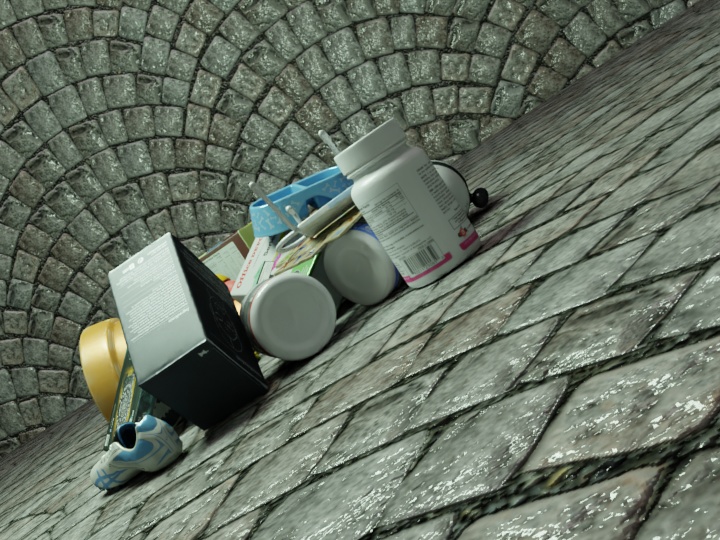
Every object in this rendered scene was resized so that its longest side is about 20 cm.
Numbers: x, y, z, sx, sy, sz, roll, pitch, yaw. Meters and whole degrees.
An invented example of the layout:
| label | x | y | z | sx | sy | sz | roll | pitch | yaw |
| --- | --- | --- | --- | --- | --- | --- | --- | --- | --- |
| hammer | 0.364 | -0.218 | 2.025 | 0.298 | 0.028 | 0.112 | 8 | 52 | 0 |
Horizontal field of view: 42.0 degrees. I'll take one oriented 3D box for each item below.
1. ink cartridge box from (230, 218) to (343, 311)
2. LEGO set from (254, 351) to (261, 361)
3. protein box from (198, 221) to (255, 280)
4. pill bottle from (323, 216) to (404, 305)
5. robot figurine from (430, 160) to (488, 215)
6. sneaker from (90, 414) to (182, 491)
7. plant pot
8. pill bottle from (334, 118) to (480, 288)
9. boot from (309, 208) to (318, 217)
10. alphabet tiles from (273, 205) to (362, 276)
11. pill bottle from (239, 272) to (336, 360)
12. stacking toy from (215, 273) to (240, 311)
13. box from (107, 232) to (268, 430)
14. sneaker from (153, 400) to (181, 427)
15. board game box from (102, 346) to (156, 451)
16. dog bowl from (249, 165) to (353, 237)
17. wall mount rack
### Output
| label | x | y | z | sx | sy | sz | roll | pitch | yaw |
| --- | --- | --- | --- | --- | --- | --- | --- | --- | --- |
| ink cartridge box | -0.104 | -0.002 | 1.522 | 0.200 | 0.084 | 0.145 | -3 | 57 | 49 |
| LEGO set | -0.231 | 0.108 | 1.431 | 0.116 | 0.154 | 0.200 | -62 | 11 | -27 |
| protein box | -0.189 | 0.007 | 1.856 | 0.135 | 0.200 | 0.199 | -30 | 6 | 28 |
| pill bottle | 0.044 | -0.042 | 1.368 | 0.114 | 0.114 | 0.200 | -29 | 8 | 41 |
| robot figurine | 0.119 | -0.115 | 1.542 | 0.150 | 0.125 | 0.200 | -43 | 4 | 10 |
| sneaker | -0.296 | 0.230 | 1.201 | 0.200 | 0.073 | 0.072 | -30 | 8 | 45 |
| plant pot | -0.357 | 0.159 | 1.634 | 0.183 | 0.201 | 0.200 | -22 | 6 | 3 |
| pill bottle | 0.059 | -0.088 | 1.217 | 0.113 | 0.200 | 0.113 | -33 | 5 | 3 |
| boot | -0.009 | -0.082 | 1.839 | 0.073 | 0.151 | 0.200 | -37 | 6 | -36 |
| alphabet tiles | -0.040 | -0.064 | 1.351 | 0.166 | 0.006 | 0.200 | -23 | 19 | 51 |
| pill bottle | -0.108 | 0.065 | 1.312 | 0.116 | 0.116 | 0.200 | -35 | 5 | -13 |
| stacking toy | -0.254 | 0.054 | 1.699 | 0.146 | 0.200 | 0.146 | -50 | -13 | -16 |
| box | -0.225 | 0.079 | 1.218 | 0.107 | 0.148 | 0.200 | -34 | 49 | 5 |
| sneaker | -0.309 | 0.208 | 1.495 | 0.080 | 0.078 | 0.200 | -41 | 1 | 31 |
| board game box | -0.328 | 0.174 | 1.379 | 0.135 | 0.028 | 0.201 | -7 | 69 | 61 |
| dog bowl | -0.090 | -0.116 | 1.526 | 0.199 | 0.050 | 0.111 | -26 | 16 | -13 |
| wall mount rack | -0.062 | -0.111 | 1.304 | 0.200 | 0.075 | 0.174 | -37 | -12 | 6 |
